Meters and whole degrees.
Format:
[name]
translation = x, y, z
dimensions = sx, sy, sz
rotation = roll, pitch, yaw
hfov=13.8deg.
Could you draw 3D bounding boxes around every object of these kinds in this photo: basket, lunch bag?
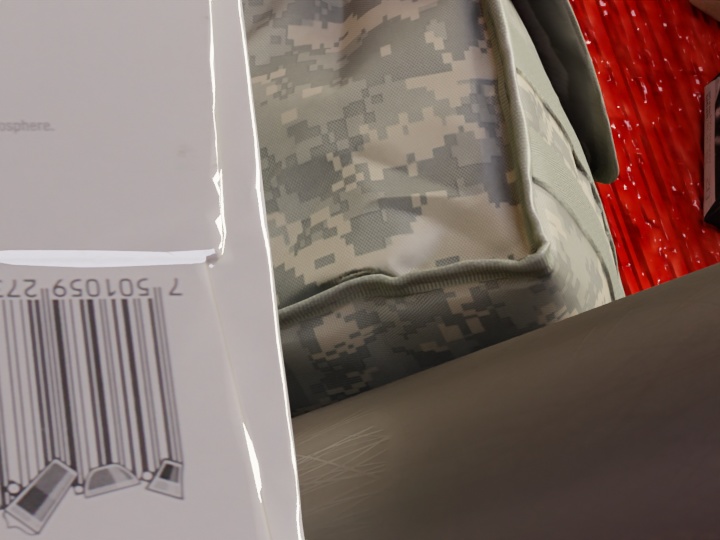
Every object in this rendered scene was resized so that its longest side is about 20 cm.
[basket]
translation = 0.073, 0.076, 0.752
dimensions = 0.200, 0.180, 0.136
rotation = -12, 34, 3
[lunch bag]
translation = 0.013, -0.034, 0.869
dimensions = 0.118, 0.164, 0.200
rotation = -14, 56, 8

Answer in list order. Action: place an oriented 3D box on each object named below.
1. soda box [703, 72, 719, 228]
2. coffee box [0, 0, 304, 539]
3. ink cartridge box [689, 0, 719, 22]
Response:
[soda box]
translation = 0.226, -0.025, 1.109
dimensions = 0.200, 0.063, 0.071
rotation = 22, 50, -21
[coffee box]
translation = -0.136, 0.034, 0.713
dimensions = 0.200, 0.198, 0.200
rotation = 0, 59, -15
[ink cartridge box]
translation = 0.246, -0.134, 1.102
dimensions = 0.165, 0.200, 0.075
rotation = 30, 49, -12
